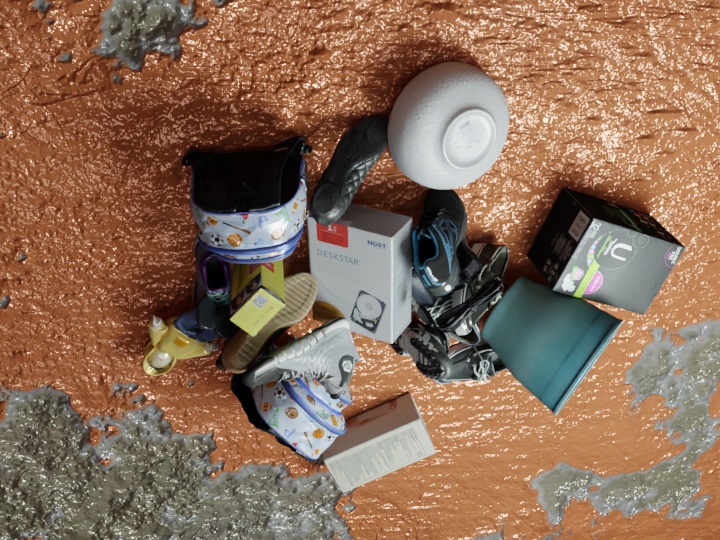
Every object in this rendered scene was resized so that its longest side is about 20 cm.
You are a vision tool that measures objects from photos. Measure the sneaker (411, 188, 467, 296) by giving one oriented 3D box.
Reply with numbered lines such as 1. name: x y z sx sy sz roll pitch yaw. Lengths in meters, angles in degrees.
1. sneaker: 0.122 -0.063 1.273 0.073 0.201 0.082 -17 142 28

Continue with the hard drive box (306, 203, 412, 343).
1. hard drive box: 0.000 0.000 1.307 0.155 0.077 0.201 14 124 25

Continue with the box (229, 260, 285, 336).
1. box: -0.160 0.016 1.249 0.050 0.200 0.075 40 107 -22

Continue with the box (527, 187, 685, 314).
1. box: 0.425 -0.033 1.401 0.199 0.124 0.149 14 117 -21

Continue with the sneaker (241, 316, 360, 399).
1. sneaker: -0.080 0.163 1.270 0.200 0.075 0.116 -27 92 -26

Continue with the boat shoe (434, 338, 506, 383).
1. boat shoe: 0.231 0.174 1.514 0.199 0.068 0.074 -17 123 -3

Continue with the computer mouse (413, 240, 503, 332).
1. computer mouse: 0.137 0.015 1.301 0.140 0.200 0.046 -41 137 5

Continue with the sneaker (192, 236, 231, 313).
1. sneaker: -0.240 0.038 1.313 0.074 0.088 0.201 -7 122 -8

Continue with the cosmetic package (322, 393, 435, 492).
1. cosmetic package: 0.031 0.332 1.552 0.199 0.087 0.104 -22 121 2

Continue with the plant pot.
1. plant pot: 0.321 0.116 1.405 0.188 0.200 0.200 36 114 17

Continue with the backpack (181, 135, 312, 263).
1. backpack: -0.164 -0.095 1.180 0.199 0.191 0.155 -8 118 2

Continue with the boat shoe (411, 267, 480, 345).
1. boat shoe: 0.138 0.064 1.374 0.075 0.062 0.200 -35 127 16

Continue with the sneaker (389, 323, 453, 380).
1. sneaker: 0.125 0.131 1.400 0.090 0.200 0.067 -12 106 -19

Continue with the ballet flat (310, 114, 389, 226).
1. ballet flat: -0.018 -0.158 1.237 0.066 0.057 0.200 32 77 7

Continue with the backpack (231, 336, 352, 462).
1. backpack: -0.102 0.224 1.387 0.200 0.191 0.154 37 106 -28

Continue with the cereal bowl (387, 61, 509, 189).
1. cereal bowl: 0.146 -0.212 1.231 0.199 0.083 0.201 -13 122 -21

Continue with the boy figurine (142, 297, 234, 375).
1. boy figurine: -0.300 0.111 1.323 0.200 0.065 0.124 -30 132 33

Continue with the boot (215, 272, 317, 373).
1. boot: -0.163 0.086 1.336 0.072 0.166 0.200 44 72 -9

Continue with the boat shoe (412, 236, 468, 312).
1. boat shoe: 0.113 0.014 1.397 0.067 0.057 0.200 29 110 -26

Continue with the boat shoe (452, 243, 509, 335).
1. boat shoe: 0.202 0.025 1.341 0.063 0.200 0.071 -1 135 28
